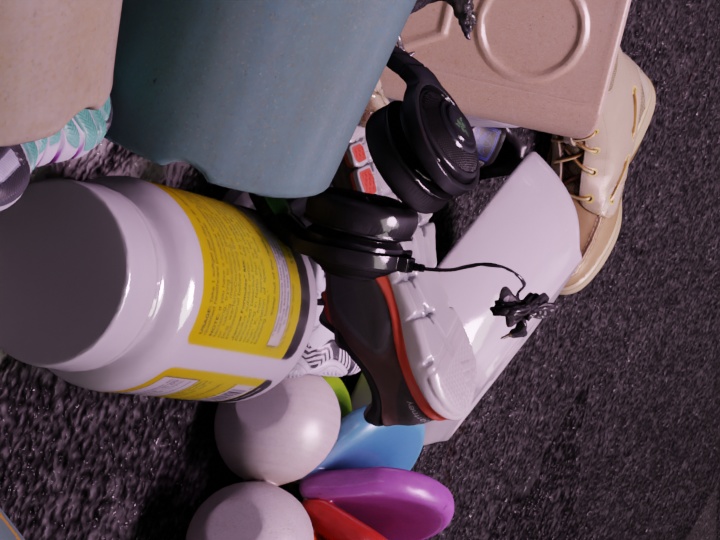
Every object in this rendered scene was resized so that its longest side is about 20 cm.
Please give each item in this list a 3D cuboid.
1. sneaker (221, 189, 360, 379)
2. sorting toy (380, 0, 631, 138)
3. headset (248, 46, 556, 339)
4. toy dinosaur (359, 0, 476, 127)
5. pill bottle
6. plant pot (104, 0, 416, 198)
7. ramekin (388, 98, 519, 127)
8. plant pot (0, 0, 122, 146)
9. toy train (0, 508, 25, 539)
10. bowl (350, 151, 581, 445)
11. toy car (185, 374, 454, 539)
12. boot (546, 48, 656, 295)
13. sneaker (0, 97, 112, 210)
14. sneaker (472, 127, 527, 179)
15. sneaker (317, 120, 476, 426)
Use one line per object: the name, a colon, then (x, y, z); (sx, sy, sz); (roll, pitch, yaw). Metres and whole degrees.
sneaker: (-0.038, 0.003, 1.368); (0.200, 0.075, 0.115); (-2, 112, -60)
sorting toy: (0.067, -0.186, 1.254); (0.037, 0.184, 0.201); (-83, -174, -67)
headset: (0.024, -0.042, 1.209); (0.124, 0.200, 0.094); (-51, 159, 19)
toy dinosaur: (0.020, -0.171, 1.217); (0.047, 0.088, 0.201); (-54, 144, -66)
pill bottle: (-0.114, 0.010, 1.180); (0.200, 0.114, 0.115); (14, 95, -65)
plant pot: (-0.052, -0.154, 1.116); (0.200, 0.200, 0.197); (-10, 124, -61)
ramekin: (0.077, -0.183, 1.366); (0.200, 0.097, 0.202); (-10, 106, -41)
plant pot: (-0.163, -0.154, 0.853); (0.200, 0.200, 0.184); (-33, 133, -52)
toy train: (-0.220, 0.152, 1.115); (0.200, 0.085, 0.114); (67, 39, -55)
bowl: (0.078, 0.035, 1.534); (0.200, 0.075, 0.200); (-50, 174, -24)
toy car: (-0.015, 0.161, 1.414); (0.175, 0.149, 0.201); (60, 37, -57)
boot: (0.166, -0.094, 1.709); (0.201, 0.073, 0.155); (-67, 155, -11)
sneaker: (-0.180, -0.066, 0.991); (0.075, 0.087, 0.200); (66, 18, -10)
sneaker: (0.048, -0.103, 1.463); (0.200, 0.078, 0.070); (11, 98, -65)
sneaker: (0.000, 0.000, 1.288); (0.077, 0.082, 0.201); (-3, 75, -59)
